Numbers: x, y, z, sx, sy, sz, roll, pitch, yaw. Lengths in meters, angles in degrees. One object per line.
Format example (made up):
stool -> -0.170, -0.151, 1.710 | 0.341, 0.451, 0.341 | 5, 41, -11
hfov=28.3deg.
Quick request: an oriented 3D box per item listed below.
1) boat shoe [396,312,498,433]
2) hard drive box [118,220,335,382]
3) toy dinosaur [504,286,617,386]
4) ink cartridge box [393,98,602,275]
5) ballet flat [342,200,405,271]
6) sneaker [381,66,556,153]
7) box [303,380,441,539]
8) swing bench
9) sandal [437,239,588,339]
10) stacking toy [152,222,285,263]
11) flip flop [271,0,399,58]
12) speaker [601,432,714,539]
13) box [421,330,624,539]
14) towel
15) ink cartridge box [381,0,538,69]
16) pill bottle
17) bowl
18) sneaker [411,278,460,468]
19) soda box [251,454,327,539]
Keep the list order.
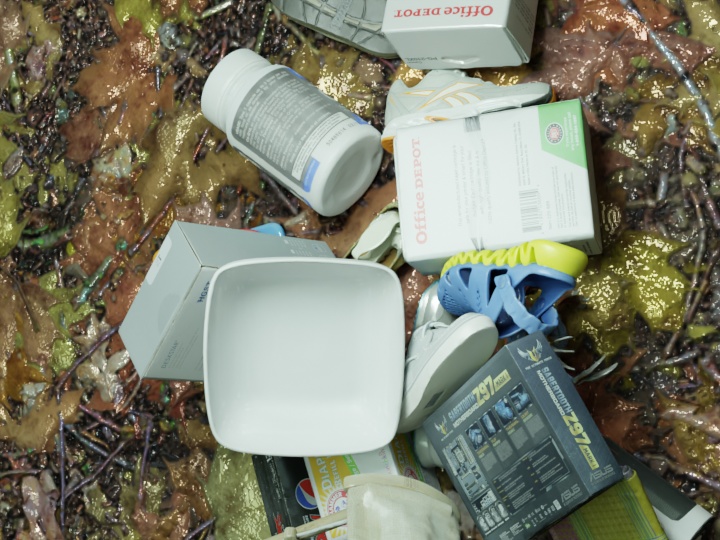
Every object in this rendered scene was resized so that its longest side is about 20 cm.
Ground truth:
boat shoe -> 0.073, 0.089, 1.425 | 0.069, 0.071, 0.201 | 63, 152, 23
hard drive box -> -0.132, 0.040, 1.522 | 0.157, 0.198, 0.077 | -58, 46, 26
toy dinosaur -> 0.187, 0.102, 1.445 | 0.199, 0.104, 0.183 | -23, 48, 55
ink cartridge box -> 0.143, -0.083, 1.483 | 0.197, 0.084, 0.148 | -7, 77, 14
ballet flat -> 0.000, 0.000, 1.579 | 0.200, 0.071, 0.071 | -48, 67, 14
sneaker -> 0.112, -0.189, 1.543 | 0.198, 0.076, 0.093 | -9, 69, 20
box -> 0.003, 0.183, 1.533 | 0.100, 0.112, 0.202 | -22, 76, 21
swing bench -> -0.004, 0.320, 1.372 | 0.200, 0.129, 0.200 | -39, 27, 24
sandal -> 0.138, 0.026, 1.401 | 0.199, 0.079, 0.088 | -16, 57, 60
stacking toy -> -0.166, 0.000, 1.586 | 0.115, 0.199, 0.111 | -15, 78, 24
flip flop -> -0.024, -0.303, 1.634 | 0.199, 0.058, 0.082 | 29, 93, 11
speaker -> 0.249, 0.218, 1.426 | 0.199, 0.081, 0.082 | 37, 101, 25
box -> 0.150, 0.171, 1.369 | 0.159, 0.051, 0.200 | 60, 146, 15
towel -> 0.254, 0.277, 1.379 | 0.143, 0.023, 0.201 | -21, 101, 52
ink cartridge box -> 0.115, -0.325, 1.523 | 0.143, 0.084, 0.203 | 2, 72, 26
pill bottle -> -0.080, -0.160, 1.609 | 0.199, 0.113, 0.114 | 37, 101, 24
bowl -> -0.057, 0.080, 1.428 | 0.197, 0.075, 0.203 | 1, 102, -5
sneaker -> 0.102, 0.109, 1.516 | 0.080, 0.076, 0.203 | -2, 93, 27
soda box -> -0.058, 0.286, 1.566 | 0.071, 0.063, 0.202 | -39, 63, 60
